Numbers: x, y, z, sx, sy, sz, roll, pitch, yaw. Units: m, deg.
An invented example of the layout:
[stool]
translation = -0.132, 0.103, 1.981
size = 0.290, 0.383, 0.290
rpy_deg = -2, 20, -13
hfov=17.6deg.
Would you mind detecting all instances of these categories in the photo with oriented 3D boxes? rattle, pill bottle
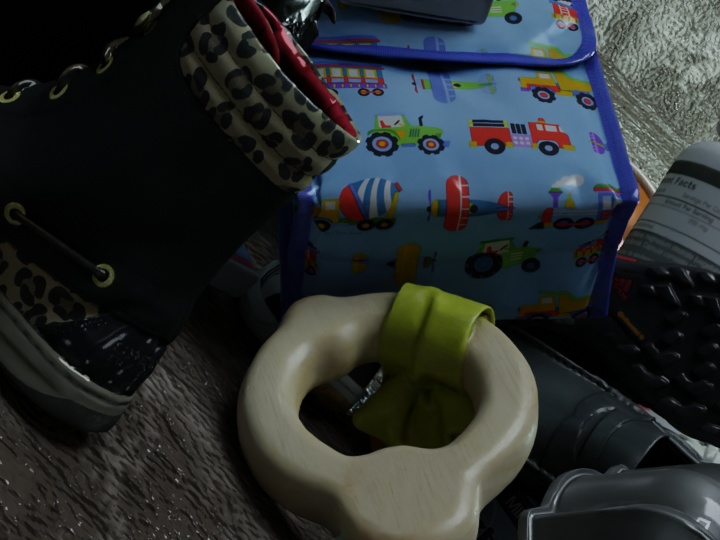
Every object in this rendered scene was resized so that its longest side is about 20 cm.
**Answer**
[rattle]
translation = 0.006, 0.111, 0.955
size = 0.129, 0.144, 0.201
rpy_deg = 10, 41, -11
[pill bottle]
translation = 0.194, 0.005, 1.234
size = 0.113, 0.201, 0.114
rpy_deg = 33, -6, 4

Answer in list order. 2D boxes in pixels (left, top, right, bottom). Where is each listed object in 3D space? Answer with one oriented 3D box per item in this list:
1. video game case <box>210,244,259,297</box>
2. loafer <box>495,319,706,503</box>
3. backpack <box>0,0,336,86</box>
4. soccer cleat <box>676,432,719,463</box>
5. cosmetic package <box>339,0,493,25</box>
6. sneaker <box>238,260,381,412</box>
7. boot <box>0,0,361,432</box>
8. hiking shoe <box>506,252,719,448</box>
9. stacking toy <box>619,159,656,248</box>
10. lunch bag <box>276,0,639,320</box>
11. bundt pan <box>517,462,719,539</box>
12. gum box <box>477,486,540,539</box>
[video game case]
translation = -0.127, -0.087, 1.071
size = 0.143, 0.017, 0.201
rpy_deg = 29, 28, -51
[loafer]
translation = 0.114, 0.085, 1.045
size = 0.200, 0.068, 0.070
rpy_deg = 41, -27, 5
[backpack]
translation = -0.091, -0.140, 0.964
size = 0.181, 0.135, 0.200
rpy_deg = 18, 35, 5
[soccer cleat]
translation = 0.172, 0.106, 1.149
size = 0.200, 0.086, 0.070
rpy_deg = 36, 17, -34
[cosmetic package]
translation = 0.031, -0.217, 1.083
size = 0.070, 0.106, 0.201
rpy_deg = 8, 43, -9
[sneaker]
translation = 0.000, 0.000, 1.125
size = 0.076, 0.088, 0.200
rpy_deg = 46, 15, -8
[boot]
translation = -0.106, -0.063, 0.847
size = 0.204, 0.154, 0.073
rpy_deg = 51, 15, 19
[hiking shoe]
translation = 0.137, 0.030, 1.121
size = 0.199, 0.076, 0.101
rpy_deg = 30, -5, 6
[stacking toy]
translation = 0.082, -0.002, 1.275
size = 0.146, 0.146, 0.200
rpy_deg = 49, 19, 13
[lunch bag]
translation = 0.034, -0.082, 1.069
size = 0.094, 0.149, 0.201
rpy_deg = 99, -12, -53
[bundt pan]
translation = 0.141, 0.167, 0.911
size = 0.201, 0.075, 0.204
rpy_deg = 27, 54, -44
[gum box]
translation = 0.113, 0.140, 1.154
size = 0.200, 0.045, 0.170
rpy_deg = 27, 24, -54
